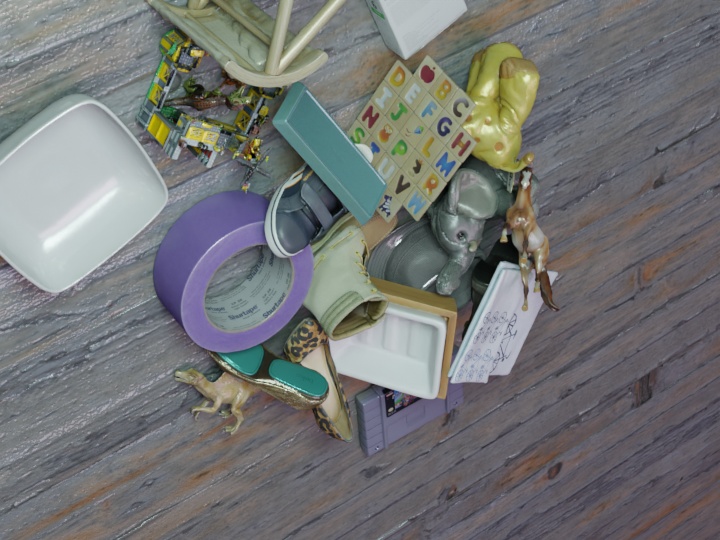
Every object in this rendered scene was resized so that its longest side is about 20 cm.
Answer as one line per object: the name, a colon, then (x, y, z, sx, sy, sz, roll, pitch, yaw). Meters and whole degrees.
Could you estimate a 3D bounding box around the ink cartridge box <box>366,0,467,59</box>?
ink cartridge box: (0.053, -0.375, 1.566, 0.109, 0.050, 0.201, -39, 137, -8)

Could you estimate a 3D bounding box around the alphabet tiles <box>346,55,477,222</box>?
alphabet tiles: (0.062, -0.169, 1.626, 0.006, 0.167, 0.200, -2, 135, -52)

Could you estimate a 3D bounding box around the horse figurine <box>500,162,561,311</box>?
horse figurine: (0.235, -0.033, 1.750, 0.049, 0.133, 0.201, -7, 131, 22)

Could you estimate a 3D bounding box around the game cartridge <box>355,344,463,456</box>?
game cartridge: (0.084, 0.212, 2.057, 0.199, 0.038, 0.130, -26, 139, -22)

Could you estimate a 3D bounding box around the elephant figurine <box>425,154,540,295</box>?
elephant figurine: (0.153, -0.089, 1.793, 0.199, 0.155, 0.142, -26, 143, -28)

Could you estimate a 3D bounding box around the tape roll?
tape roll: (-0.166, 0.002, 1.647, 0.199, 0.085, 0.201, -21, 132, -25)

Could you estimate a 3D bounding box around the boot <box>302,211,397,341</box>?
boot: (0.000, 0.000, 1.729, 0.199, 0.155, 0.072, -36, 137, -13)

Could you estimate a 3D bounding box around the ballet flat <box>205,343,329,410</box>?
ballet flat: (-0.140, 0.141, 1.734, 0.071, 0.199, 0.065, -62, -178, -40)

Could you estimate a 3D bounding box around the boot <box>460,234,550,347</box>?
boot: (0.207, 0.050, 1.900, 0.199, 0.069, 0.175, -32, 141, -42)

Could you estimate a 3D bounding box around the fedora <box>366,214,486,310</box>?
fedora: (0.114, 0.005, 1.876, 0.199, 0.090, 0.178, -16, 130, -30)

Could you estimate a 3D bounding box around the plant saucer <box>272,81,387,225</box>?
plant saucer: (-0.032, -0.144, 1.555, 0.200, 0.019, 0.070, 47, 58, -35)

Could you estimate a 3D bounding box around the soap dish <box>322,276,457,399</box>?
soap dish: (0.043, 0.091, 1.820, 0.081, 0.198, 0.159, -56, 156, -53)

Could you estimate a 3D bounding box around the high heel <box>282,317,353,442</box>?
high heel: (-0.046, 0.156, 1.779, 0.071, 0.143, 0.201, -31, 156, -21)

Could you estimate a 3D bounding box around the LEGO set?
LEGO set: (-0.160, -0.188, 1.479, 0.199, 0.116, 0.154, 22, 106, -47)

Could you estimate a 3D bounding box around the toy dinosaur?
toy dinosaur: (-0.177, 0.177, 1.792, 0.199, 0.058, 0.102, 1, 119, -41)

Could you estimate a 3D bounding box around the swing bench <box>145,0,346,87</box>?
swing bench: (-0.107, -0.320, 1.361, 0.129, 0.199, 0.201, 15, 111, -45)

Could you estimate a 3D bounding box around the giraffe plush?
giraffe plush: (0.134, -0.207, 1.686, 0.161, 0.172, 0.202, 0, 91, -17)

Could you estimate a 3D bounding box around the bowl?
bowl: (-0.343, -0.096, 1.430, 0.199, 0.075, 0.200, -41, 139, -7)

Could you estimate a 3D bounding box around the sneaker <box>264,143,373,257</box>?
sneaker: (-0.051, -0.100, 1.601, 0.079, 0.079, 0.201, 54, 46, -29)

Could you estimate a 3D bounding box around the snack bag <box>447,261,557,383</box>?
snack bag: (0.214, 0.081, 1.847, 0.199, 0.021, 0.190, 7, 109, -58)
